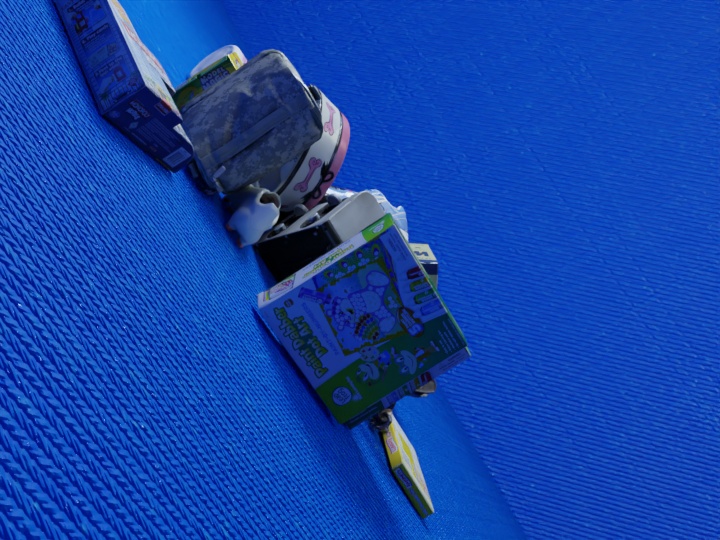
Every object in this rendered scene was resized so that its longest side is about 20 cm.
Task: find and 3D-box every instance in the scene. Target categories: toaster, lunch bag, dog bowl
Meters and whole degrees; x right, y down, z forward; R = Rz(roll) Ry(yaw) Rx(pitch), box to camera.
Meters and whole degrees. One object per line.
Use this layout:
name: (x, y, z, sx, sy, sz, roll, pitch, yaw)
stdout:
toaster: (-0.030, -0.006, 1.587, 0.180, 0.119, 0.201, -13, -64, 49)
lunch bag: (-0.151, -0.197, 1.489, 0.140, 0.198, 0.168, 58, -1, -16)
dog bowl: (-0.090, -0.177, 1.674, 0.073, 0.201, 0.201, 27, 19, -25)

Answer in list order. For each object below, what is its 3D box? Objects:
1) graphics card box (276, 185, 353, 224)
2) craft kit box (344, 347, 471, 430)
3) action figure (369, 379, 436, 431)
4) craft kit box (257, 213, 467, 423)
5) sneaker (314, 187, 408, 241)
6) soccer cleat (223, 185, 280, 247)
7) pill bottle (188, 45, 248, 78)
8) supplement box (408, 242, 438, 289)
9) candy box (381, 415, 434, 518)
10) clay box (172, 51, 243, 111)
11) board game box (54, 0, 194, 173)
graphics card box: (-0.091, -0.107, 1.817, 0.197, 0.051, 0.126, 14, 28, -26)
craft kit box: (0.018, 0.086, 1.437, 0.199, 0.198, 0.049, 55, 6, -28)
action figure: (0.047, 0.173, 1.674, 0.200, 0.068, 0.132, 133, -45, -62)
craft kit box: (0.004, 0.063, 1.361, 0.201, 0.196, 0.049, 56, 8, -25)
sneaker: (-0.008, -0.095, 1.759, 0.198, 0.075, 0.078, 26, 55, -28)
soccer cleat: (-0.148, -0.089, 1.541, 0.070, 0.077, 0.200, 57, 4, -20)
pill bottle: (-0.214, -0.295, 1.977, 0.201, 0.111, 0.113, 56, 5, -29)
supplement box: (0.060, 0.064, 1.948, 0.200, 0.132, 0.204, -102, -166, -78)
candy box: (0.068, 0.297, 1.719, 0.103, 0.026, 0.200, 61, 4, -19)
clay box: (-0.232, -0.281, 1.656, 0.048, 0.114, 0.200, 57, 5, -13)
board game box: (-0.271, -0.237, 1.258, 0.202, 0.061, 0.200, 61, 5, 17)
